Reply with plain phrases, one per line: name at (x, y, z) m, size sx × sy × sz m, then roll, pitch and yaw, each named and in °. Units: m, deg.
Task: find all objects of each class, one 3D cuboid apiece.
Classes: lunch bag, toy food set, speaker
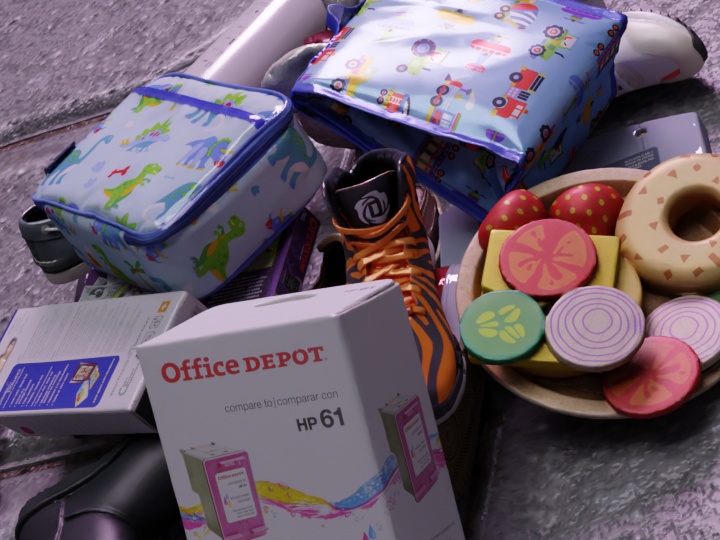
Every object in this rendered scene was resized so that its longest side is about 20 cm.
lunch bag at (-0.127, -0.066, 1.458) m, size 0.161 × 0.082 × 0.200 m, roll -44°, pitch 32°, yaw -18°
toy food set at (0.157, 0.009, 1.278) m, size 0.200 × 0.049 × 0.198 m, roll 3°, pitch 54°, yaw 12°
speaker at (-0.097, -0.166, 1.750) m, size 0.081 × 0.081 × 0.200 m, roll 12°, pitch 53°, yaw 48°
lunch bag at (0.059, -0.138, 1.426) m, size 0.200 × 0.094 × 0.151 m, roll 27°, pitch 59°, yaw 17°

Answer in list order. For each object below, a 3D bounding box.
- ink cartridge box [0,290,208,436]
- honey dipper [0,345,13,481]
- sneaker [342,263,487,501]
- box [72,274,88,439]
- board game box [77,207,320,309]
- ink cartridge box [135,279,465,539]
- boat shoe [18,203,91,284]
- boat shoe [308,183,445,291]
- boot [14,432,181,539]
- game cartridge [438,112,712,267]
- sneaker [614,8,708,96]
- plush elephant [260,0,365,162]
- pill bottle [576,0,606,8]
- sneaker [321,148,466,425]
ink cartridge box at (-0.191, 0.066, 1.421) m, size 0.200 × 0.037 × 0.095 m, roll -4°, pitch 53°, yaw 44°
honey dipper at (-0.285, 0.120, 1.571) m, size 0.038 × 0.038 × 0.200 m, roll -23°, pitch 31°, yaw 14°
sneaker at (0.016, 0.078, 1.315) m, size 0.112 × 0.071 × 0.200 m, roll -4°, pitch 44°, yaw 20°
box at (-0.154, 0.032, 1.578) m, size 0.143 × 0.036 × 0.200 m, roll -21°, pitch 35°, yaw 15°
board game box at (-0.125, 0.024, 1.455) m, size 0.200 × 0.032 × 0.120 m, roll -11°, pitch 45°, yaw 36°
ink cartridge box at (-0.031, 0.117, 1.195) m, size 0.144 × 0.200 × 0.085 m, roll -10°, pitch 7°, yaw 31°
boat shoe at (-0.171, -0.069, 1.577) m, size 0.200 × 0.062 × 0.073 m, roll -36°, pitch 31°, yaw -2°
boat shoe at (0.005, -0.001, 1.448) m, size 0.075 × 0.075 × 0.202 m, roll -9°, pitch 39°, yaw 31°
boot at (-0.144, 0.179, 1.331) m, size 0.200 × 0.076 × 0.168 m, roll -31°, pitch 29°, yaw 11°
game cartridge at (0.149, -0.035, 1.412) m, size 0.200 × 0.042 × 0.133 m, roll -22°, pitch 30°, yaw 16°
sneaker at (0.161, -0.132, 1.516) m, size 0.200 × 0.070 × 0.093 m, roll 0°, pitch 60°, yaw 38°
plush elephant at (-0.003, -0.154, 1.578) m, size 0.155 × 0.165 × 0.200 m, roll -48°, pitch 28°, yaw -10°
pill bottle at (0.109, -0.256, 1.585) m, size 0.114 × 0.200 × 0.114 m, roll -22°, pitch 34°, yaw 16°
sneaker at (0.011, 0.002, 1.261) m, size 0.078 × 0.112 × 0.200 m, roll -16°, pitch 41°, yaw 2°
